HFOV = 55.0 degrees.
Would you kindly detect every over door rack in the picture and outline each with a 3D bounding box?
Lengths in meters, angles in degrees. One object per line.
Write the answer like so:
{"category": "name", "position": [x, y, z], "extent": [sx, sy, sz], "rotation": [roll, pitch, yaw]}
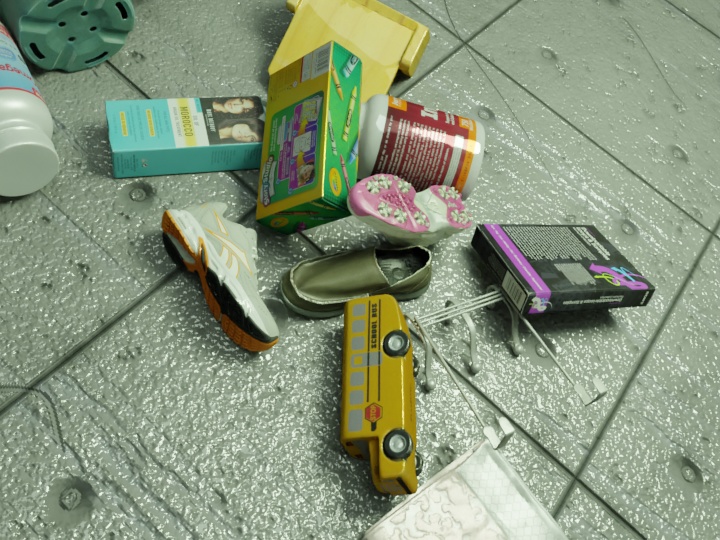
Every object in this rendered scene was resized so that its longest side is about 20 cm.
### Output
{"category": "over door rack", "position": [0.152, 0.109, 0.786], "extent": [0.145, 0.068, 0.201], "rotation": [-16, 44, -25]}

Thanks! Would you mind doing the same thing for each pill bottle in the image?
{"category": "pill bottle", "position": [0.056, -0.164, 0.911], "extent": [0.195, 0.114, 0.115], "rotation": [13, 55, -9]}
{"category": "pill bottle", "position": [-0.418, -0.187, 0.785], "extent": [0.107, 0.109, 0.202], "rotation": [-23, 68, -28]}

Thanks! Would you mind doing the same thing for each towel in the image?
{"category": "towel", "position": [0.126, 0.296, 0.693], "extent": [0.189, 0.032, 0.201], "rotation": [-29, 70, -29]}

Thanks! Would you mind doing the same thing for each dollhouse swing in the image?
{"category": "dollhouse swing", "position": [-0.020, -0.316, 1.034], "extent": [0.196, 0.179, 0.182], "rotation": [26, 13, 1]}

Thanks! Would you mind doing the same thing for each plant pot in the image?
{"category": "plant pot", "position": [-0.391, -0.379, 0.874], "extent": [0.197, 0.201, 0.199], "rotation": [-23, 74, -28]}

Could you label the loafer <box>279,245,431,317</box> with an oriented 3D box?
{"category": "loafer", "position": [0.000, 0.000, 0.817], "extent": [0.195, 0.070, 0.076], "rotation": [-11, 62, -23]}

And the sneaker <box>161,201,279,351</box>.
{"category": "sneaker", "position": [-0.139, -0.005, 0.779], "extent": [0.091, 0.076, 0.201], "rotation": [-27, 70, -34]}

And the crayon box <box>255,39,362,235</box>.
{"category": "crayon box", "position": [-0.061, -0.157, 0.834], "extent": [0.058, 0.117, 0.205], "rotation": [19, 67, -44]}

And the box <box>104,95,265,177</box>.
{"category": "box", "position": [-0.215, -0.170, 0.872], "extent": [0.195, 0.049, 0.084], "rotation": [-8, 61, -21]}

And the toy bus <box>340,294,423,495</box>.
{"category": "toy bus", "position": [0.022, 0.129, 0.733], "extent": [0.076, 0.065, 0.204], "rotation": [-8, 56, 13]}

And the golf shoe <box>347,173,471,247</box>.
{"category": "golf shoe", "position": [0.049, -0.059, 0.827], "extent": [0.197, 0.091, 0.077], "rotation": [5, 58, -45]}

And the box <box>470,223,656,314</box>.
{"category": "box", "position": [0.257, -0.006, 0.886], "extent": [0.195, 0.037, 0.144], "rotation": [-2, 38, -21]}
